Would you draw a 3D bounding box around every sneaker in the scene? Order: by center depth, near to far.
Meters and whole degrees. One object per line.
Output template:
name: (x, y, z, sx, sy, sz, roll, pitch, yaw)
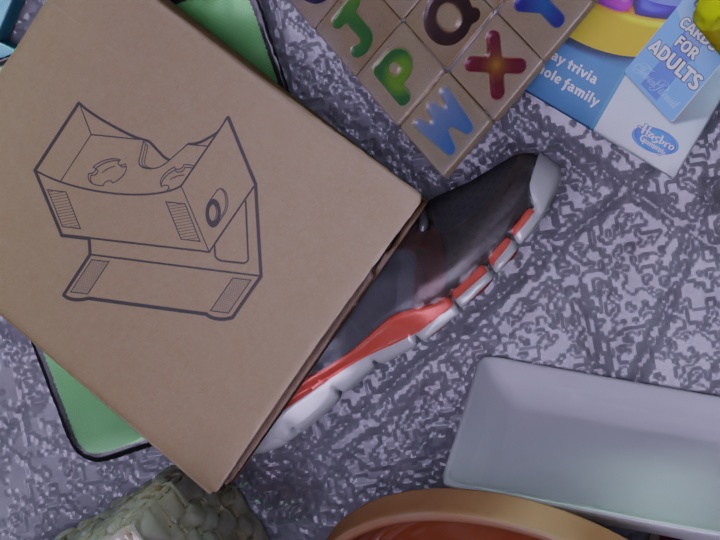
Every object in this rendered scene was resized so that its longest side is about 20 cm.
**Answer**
sneaker: (0.000, 0.000, 0.940, 0.200, 0.077, 0.082, -39, 92, 8)

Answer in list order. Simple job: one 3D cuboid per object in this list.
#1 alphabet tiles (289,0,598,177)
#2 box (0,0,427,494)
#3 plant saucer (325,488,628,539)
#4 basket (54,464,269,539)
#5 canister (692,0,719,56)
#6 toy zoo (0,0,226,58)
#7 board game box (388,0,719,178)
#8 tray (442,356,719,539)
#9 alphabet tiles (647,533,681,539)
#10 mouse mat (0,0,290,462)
alphabet tiles: (0.051, -0.169, 0.896, 0.200, 0.008, 0.167, -50, 61, 19)
box: (-0.092, -0.025, 0.929, 0.200, 0.021, 0.164, 38, 101, 14)
plant saucer: (0.074, 0.164, 0.925, 0.199, 0.032, 0.201, 15, 139, 14)
basket: (-0.099, 0.176, 0.930, 0.123, 0.200, 0.136, -34, 91, 8)
canister: (0.253, -0.073, 0.862, 0.148, 0.087, 0.200, -39, 104, 11)
toy zoo: (-0.177, -0.104, 0.990, 0.199, 0.020, 0.132, 27, 102, 5)
board game box: (0.126, -0.166, 0.913, 0.150, 0.047, 0.201, 30, 102, 4)
tray: (0.141, 0.091, 0.923, 0.198, 0.108, 0.022, 10, 120, 9)
alphabet tiles: (0.161, 0.215, 0.984, 0.165, 0.006, 0.201, 18, 101, 8)
mouse mat: (-0.094, -0.021, 0.977, 0.160, 0.008, 0.201, -18, 100, 5)
